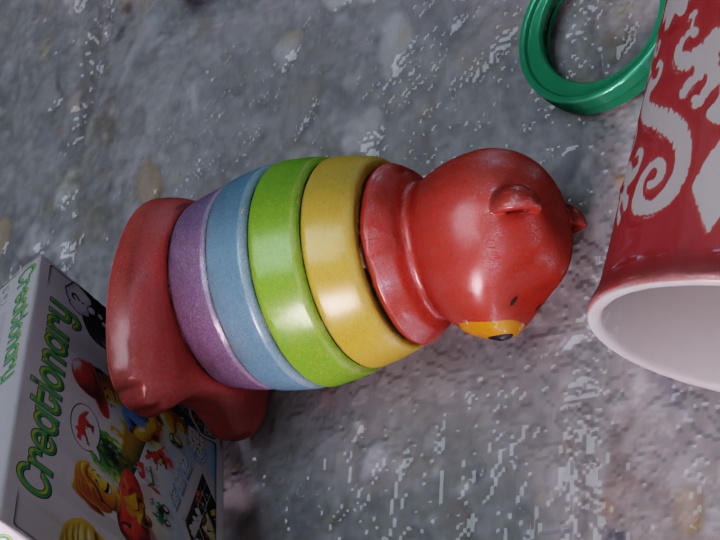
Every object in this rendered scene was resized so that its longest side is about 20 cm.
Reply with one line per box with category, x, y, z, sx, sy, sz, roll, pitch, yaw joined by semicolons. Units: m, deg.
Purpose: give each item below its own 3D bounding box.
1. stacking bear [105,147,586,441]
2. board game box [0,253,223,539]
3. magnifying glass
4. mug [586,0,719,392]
stacking bear;0.000;0.000;0.858;0.200;0.121;0.114;-13;71;25
board game box;-0.115;0.091;0.846;0.035;0.126;0.200;-39;27;18
magnifying glass;0.145;-0.158;0.860;0.200;0.022;0.080;-54;47;10
mug;0.186;-0.064;0.717;0.177;0.133;0.200;-4;65;38
